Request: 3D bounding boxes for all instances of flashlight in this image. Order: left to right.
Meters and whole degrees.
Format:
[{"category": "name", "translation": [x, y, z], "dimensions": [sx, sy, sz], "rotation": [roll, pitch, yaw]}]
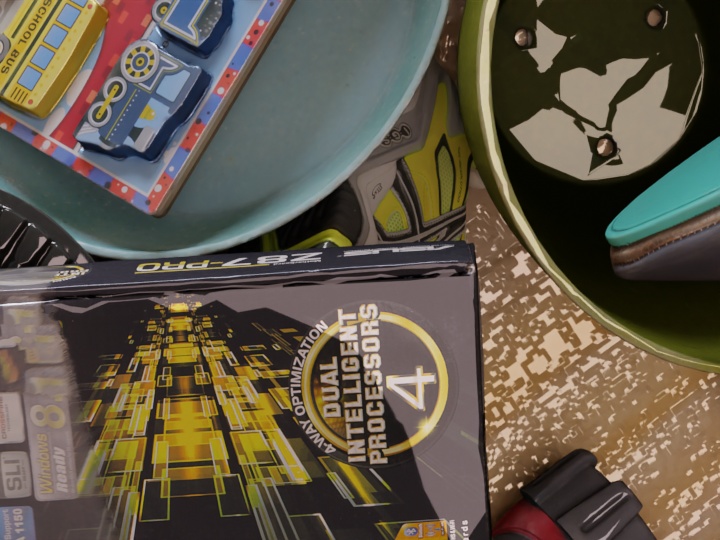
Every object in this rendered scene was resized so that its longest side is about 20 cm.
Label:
[{"category": "flashlight", "translation": [0.028, 0.154, 0.847], "dimensions": [0.200, 0.068, 0.068], "rotation": [-38, 135, -10]}]

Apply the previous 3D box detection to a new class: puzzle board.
[{"category": "puzzle board", "translation": [-0.075, -0.136, 0.778], "dimensions": [0.150, 0.017, 0.201], "rotation": [29, 86, 27]}]

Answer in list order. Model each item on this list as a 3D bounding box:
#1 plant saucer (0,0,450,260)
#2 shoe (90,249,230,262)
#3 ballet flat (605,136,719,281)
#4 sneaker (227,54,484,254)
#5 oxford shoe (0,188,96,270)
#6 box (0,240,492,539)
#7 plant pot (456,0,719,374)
[{"category": "plant saucer", "translation": [-0.054, -0.095, 0.785], "dimensions": [0.199, 0.036, 0.201], "rotation": [-7, 71, 21]}, {"category": "shoe", "translation": [-0.043, 0.045, 0.840], "dimensions": [0.070, 0.053, 0.201], "rotation": [-30, 97, 15]}, {"category": "ballet flat", "translation": [0.166, -0.041, 0.654], "dimensions": [0.200, 0.073, 0.073], "rotation": [-38, 101, -7]}, {"category": "sneaker", "translation": [0.000, 0.000, 0.788], "dimensions": [0.076, 0.075, 0.201], "rotation": [43, 52, -24]}, {"category": "oxford shoe", "translation": [-0.132, 0.001, 0.755], "dimensions": [0.200, 0.084, 0.073], "rotation": [44, 92, 5]}, {"category": "box", "translation": [-0.037, 0.095, 0.702], "dimensions": [0.160, 0.049, 0.201], "rotation": [-2, 101, 3]}, {"category": "plant pot", "translation": [0.107, -0.072, 0.775], "dimensions": [0.186, 0.200, 0.188], "rotation": [-1, 96, -11]}]
